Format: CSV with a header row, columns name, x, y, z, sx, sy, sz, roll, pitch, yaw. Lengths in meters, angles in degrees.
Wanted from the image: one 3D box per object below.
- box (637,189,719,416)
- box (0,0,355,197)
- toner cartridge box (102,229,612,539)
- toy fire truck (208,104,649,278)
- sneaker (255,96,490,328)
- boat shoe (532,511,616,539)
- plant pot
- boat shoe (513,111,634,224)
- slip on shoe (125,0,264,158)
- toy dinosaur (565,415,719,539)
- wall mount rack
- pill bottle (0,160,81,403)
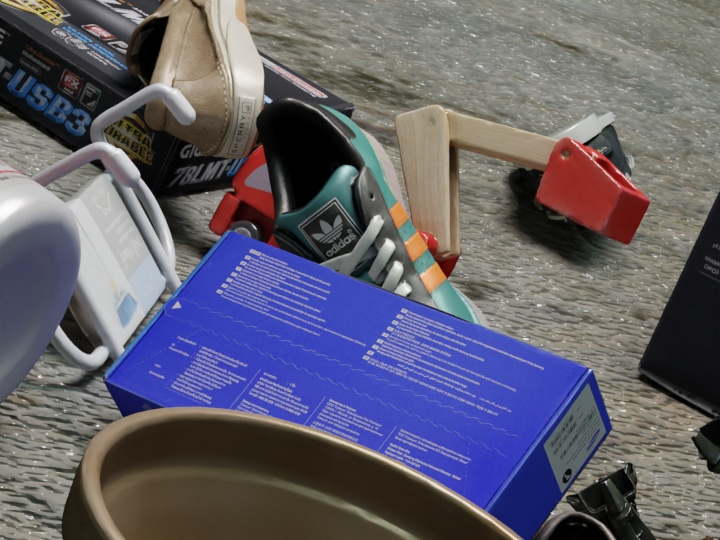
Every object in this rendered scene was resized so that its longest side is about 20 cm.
name,x,y,z,sx,sy,sz,roll,pitch,yaw
box,0.256,-0.019,1.541,0.104,0.201,0.148,28,18,12
box,-0.133,-0.116,1.579,0.200,0.050,0.198,33,22,22
toner cartridge box,-0.003,0.056,1.135,0.200,0.043,0.095,21,59,35
toy fire truck,0.032,-0.031,1.390,0.200,0.141,0.049,32,8,23
sneaker,0.000,0.000,1.312,0.080,0.071,0.200,32,25,-56
boat shoe,0.072,0.151,1.067,0.074,0.074,0.200,21,19,-6
plant pot,-0.021,0.138,0.964,0.200,0.093,0.201,22,20,-8
boat shoe,0.138,-0.061,1.734,0.060,0.075,0.200,63,12,-1
slip on shoe,-0.098,-0.123,1.476,0.060,0.076,0.200,6,31,-15
toy dinosaur,0.168,0.133,1.175,0.136,0.102,0.200,63,-6,5
wall mount rack,-0.082,0.008,1.280,0.174,0.074,0.200,61,17,-11
pill bottle,-0.224,-0.026,1.130,0.200,0.113,0.112,31,20,20
